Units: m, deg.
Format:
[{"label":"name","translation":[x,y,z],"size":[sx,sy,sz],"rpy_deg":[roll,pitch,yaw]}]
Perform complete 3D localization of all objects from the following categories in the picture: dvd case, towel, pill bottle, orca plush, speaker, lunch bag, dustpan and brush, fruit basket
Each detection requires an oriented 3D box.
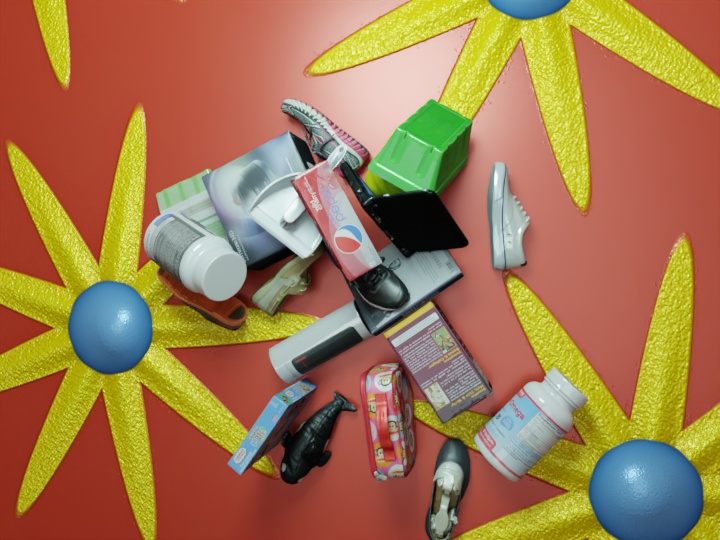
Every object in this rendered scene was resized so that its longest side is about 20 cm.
[{"label":"dvd case","translation":[0.077,0.011,1.253],"size":[0.200,0.025,0.151],"rpy_deg":[-34,51,9]},{"label":"towel","translation":[-0.332,-0.088,1.356],"size":[0.149,0.031,0.201],"rpy_deg":[-18,84,22]},{"label":"pill bottle","translation":[-0.307,-0.026,1.242],"size":[0.200,0.114,0.114],"rpy_deg":[30,96,38]},{"label":"pill bottle","translation":[0.310,0.274,1.203],"size":[0.109,0.109,0.200],"rpy_deg":[43,97,8]},{"label":"orca plush","translation":[-0.082,0.336,1.285],"size":[0.200,0.071,0.105],"rpy_deg":[-40,103,-7]},{"label":"speaker","translation":[-0.077,0.139,1.293],"size":[0.200,0.081,0.081],"rpy_deg":[-30,85,9]},{"label":"lunch bag","translation":[0.051,0.276,1.218],"size":[0.082,0.176,0.201],"rpy_deg":[-8,88,10]},{"label":"dustpan and brush","translation":[-0.089,-0.140,1.183],"size":[0.139,0.057,0.200],"rpy_deg":[38,82,1]},{"label":"fruit basket","translation":[0.096,-0.192,1.224],"size":[0.155,0.216,0.216],"rpy_deg":[31,95,10]}]

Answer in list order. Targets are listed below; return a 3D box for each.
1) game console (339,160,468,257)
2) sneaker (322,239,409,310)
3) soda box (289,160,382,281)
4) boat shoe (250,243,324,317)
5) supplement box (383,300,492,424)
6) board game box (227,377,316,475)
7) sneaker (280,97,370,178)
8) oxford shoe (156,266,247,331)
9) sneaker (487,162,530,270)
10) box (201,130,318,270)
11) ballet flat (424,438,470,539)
[{"label":"game console","translation":[0.078,-0.116,1.177],"size":[0.116,0.200,0.176],"rpy_deg":[-34,53,8]},{"label":"sneaker","translation":[0.000,0.000,1.223],"size":[0.200,0.088,0.076],"rpy_deg":[38,87,30]},{"label":"soda box","translation":[-0.042,-0.085,1.144],"size":[0.070,0.063,0.200],"rpy_deg":[-30,100,-6]},{"label":"boat shoe","translation":[-0.130,0.018,1.297],"size":[0.066,0.074,0.200],"rpy_deg":[48,122,-2]},{"label":"supplement box","translation":[0.146,0.168,1.245],"size":[0.110,0.086,0.200],"rpy_deg":[-35,83,9]},{"label":"board game box","translation":[-0.159,0.285,1.246],"size":[0.037,0.200,0.152],"rpy_deg":[35,96,10]},{"label":"sneaker","translation":[-0.079,-0.262,1.293],"size":[0.200,0.081,0.075],"rpy_deg":[40,99,8]},{"label":"oxford shoe","translation":[-0.323,0.060,1.333],"size":[0.200,0.073,0.071],"rpy_deg":[35,53,1]},{"label":"sneaker","translation":[0.276,-0.101,1.236],"size":[0.071,0.073,0.201],"rpy_deg":[-3,98,2]},{"label":"box","translation":[-0.168,-0.128,1.289],"size":[0.198,0.123,0.201],"rpy_deg":[-26,85,11]},{"label":"ballet flat","translation":[0.164,0.420,1.251],"size":[0.073,0.073,0.201],"rpy_deg":[12,92,11]}]
